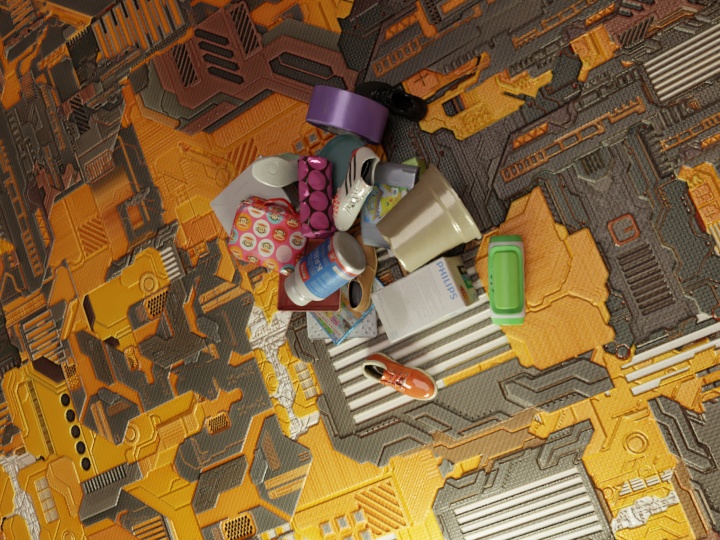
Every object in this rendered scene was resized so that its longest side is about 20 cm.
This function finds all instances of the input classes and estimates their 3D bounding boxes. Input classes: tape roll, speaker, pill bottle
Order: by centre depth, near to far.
[{"bbox_3d":[0.342,0.022,1.616,0.086,0.088,0.207,-2,90,21],"label":"speaker"},{"bbox_3d":[-0.091,0.003,1.674,0.198,0.111,0.114,-35,78,29],"label":"pill bottle"},{"bbox_3d":[-0.032,-0.378,1.695,0.195,0.199,0.087,19,95,19],"label":"tape roll"}]

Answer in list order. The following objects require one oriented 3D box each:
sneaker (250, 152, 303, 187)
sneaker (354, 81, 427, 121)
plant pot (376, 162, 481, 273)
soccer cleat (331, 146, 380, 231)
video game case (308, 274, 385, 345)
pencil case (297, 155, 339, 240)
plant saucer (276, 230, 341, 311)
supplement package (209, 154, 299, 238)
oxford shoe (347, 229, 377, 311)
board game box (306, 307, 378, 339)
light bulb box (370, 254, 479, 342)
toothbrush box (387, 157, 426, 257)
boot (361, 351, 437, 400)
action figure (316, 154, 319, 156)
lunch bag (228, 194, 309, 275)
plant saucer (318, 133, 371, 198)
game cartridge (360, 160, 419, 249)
[{"bbox_3d":[-0.211,-0.257,1.741,0.117,0.197,0.076,20,111,45],"label":"sneaker"},{"bbox_3d":[0.068,-0.430,1.716,0.196,0.090,0.078,18,98,21],"label":"sneaker"},{"bbox_3d":[0.140,-0.103,1.546,0.182,0.200,0.203,-35,78,5],"label":"plant pot"},{"bbox_3d":[-0.010,-0.184,1.599,0.085,0.067,0.205,31,104,52],"label":"soccer cleat"},{"bbox_3d":[-0.039,0.069,1.771,0.200,0.018,0.144,-46,76,15],"label":"video game case"},{"bbox_3d":[-0.103,-0.178,1.672,0.091,0.091,0.206,-6,82,8],"label":"pencil case"},{"bbox_3d":[-0.122,0.005,1.783,0.195,0.036,0.206,-2,81,31],"label":"plant saucer"},{"bbox_3d":[-0.269,-0.173,1.836,0.199,0.110,0.158,-38,77,17],"label":"supplement package"},{"bbox_3d":[0.000,0.000,1.710,0.069,0.071,0.207,0,88,22],"label":"oxford shoe"},{"bbox_3d":[-0.050,0.073,1.799,0.194,0.026,0.206,-4,89,21],"label":"board game box"},{"bbox_3d":[0.156,0.063,1.627,0.197,0.198,0.127,-27,84,18],"label":"light bulb box"},{"bbox_3d":[0.115,-0.152,1.701,0.143,0.086,0.205,-22,82,21],"label":"toothbrush box"},{"bbox_3d":[0.093,0.268,1.703,0.196,0.107,0.077,22,96,18],"label":"boot"},{"bbox_3d":[-0.061,-0.203,1.770,0.128,0.069,0.206,-13,77,35],"label":"action figure"},{"bbox_3d":[-0.223,-0.099,1.729,0.195,0.082,0.180,19,111,-4],"label":"lunch bag"},{"bbox_3d":[-0.040,-0.228,1.691,0.197,0.027,0.207,-2,87,42],"label":"plant saucer"},{"bbox_3d":[0.066,-0.155,1.658,0.130,0.040,0.206,11,96,27],"label":"game cartridge"}]
